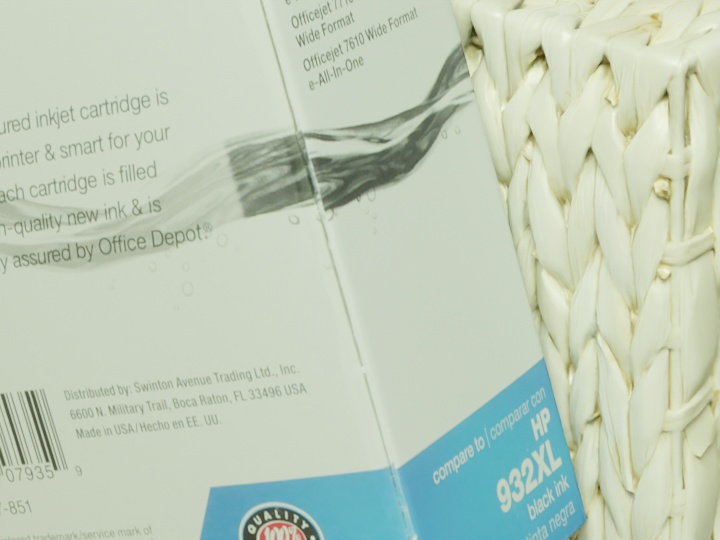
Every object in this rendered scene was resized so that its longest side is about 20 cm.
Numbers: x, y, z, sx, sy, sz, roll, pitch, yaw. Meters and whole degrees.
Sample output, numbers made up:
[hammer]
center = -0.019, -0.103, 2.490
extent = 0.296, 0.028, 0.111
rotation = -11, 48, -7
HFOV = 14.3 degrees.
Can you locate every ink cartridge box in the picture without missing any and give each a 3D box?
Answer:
[ink cartridge box]
center = -0.046, -0.012, 0.693
extent = 0.084, 0.145, 0.201
rotation = -31, 109, -53

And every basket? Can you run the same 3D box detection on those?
[basket]
center = 0.069, 0.000, 0.757
extent = 0.135, 0.123, 0.201
rotation = -26, 123, -42
